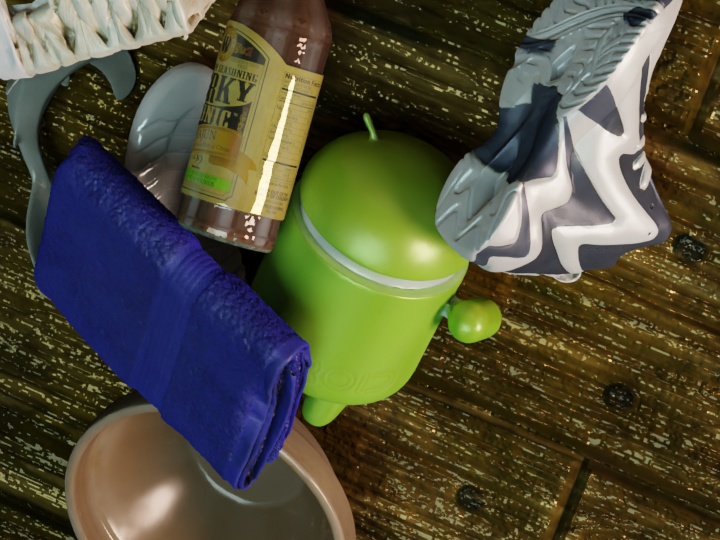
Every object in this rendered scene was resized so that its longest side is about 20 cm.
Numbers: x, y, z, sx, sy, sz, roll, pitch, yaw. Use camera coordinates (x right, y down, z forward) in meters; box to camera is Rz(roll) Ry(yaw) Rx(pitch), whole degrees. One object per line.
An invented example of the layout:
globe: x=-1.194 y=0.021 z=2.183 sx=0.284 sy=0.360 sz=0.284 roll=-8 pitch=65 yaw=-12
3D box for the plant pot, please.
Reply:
plant pot: x=-0.089 y=0.147 z=1.609 sx=0.200 sy=0.093 sz=0.201 roll=11 pitch=124 yaw=17

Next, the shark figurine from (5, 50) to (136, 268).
shark figurine: x=-0.196 y=-0.110 z=1.490 sx=0.128 sy=0.090 sz=0.215 roll=32 pitch=126 yaw=2

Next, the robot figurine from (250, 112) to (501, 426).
robot figurine: x=0.000 y=0.000 z=1.459 sx=0.175 sy=0.116 sz=0.200 roll=34 pitch=128 yaw=10

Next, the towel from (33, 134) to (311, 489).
towel: x=-0.113 y=0.024 z=1.460 sx=0.200 sy=0.050 sz=0.148 roll=43 pitch=142 yaw=17

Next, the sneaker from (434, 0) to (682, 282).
sneaker: x=0.144 y=-0.076 z=1.382 sx=0.079 sy=0.129 sz=0.200 roll=34 pitch=98 yaw=46

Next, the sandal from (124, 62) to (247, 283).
sandal: x=-0.118 y=-0.041 z=1.518 sx=0.050 sy=0.082 sz=0.203 roll=34 pitch=137 yaw=44

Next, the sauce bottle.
sauce bottle: x=-0.054 y=-0.114 z=1.393 sx=0.064 sy=0.065 sz=0.201 roll=15 pitch=92 yaw=13

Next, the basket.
basket: x=-0.138 y=-0.212 z=1.331 sx=0.123 sy=0.200 sz=0.136 roll=-8 pitch=119 yaw=20
